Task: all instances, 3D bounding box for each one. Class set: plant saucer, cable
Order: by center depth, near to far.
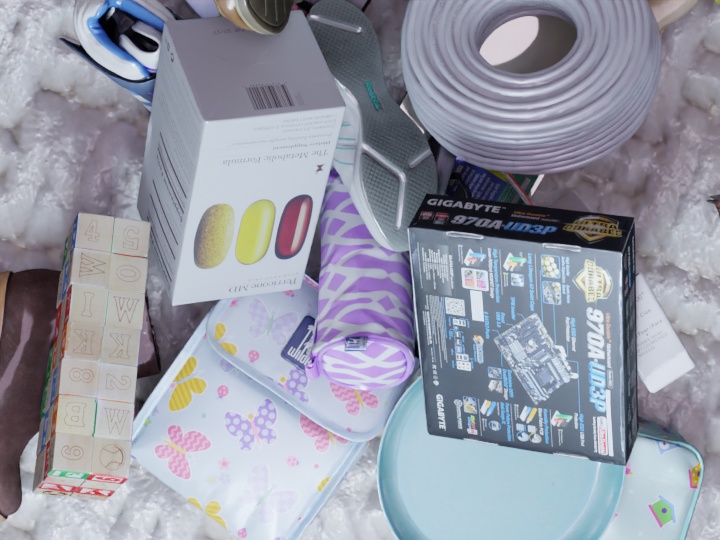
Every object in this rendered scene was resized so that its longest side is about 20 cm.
[{"bbox_3d":[0.130,-0.171,1.629,0.199,0.069,0.201,14,66,15],"label":"cable"},{"bbox_3d":[0.110,0.153,1.688,0.199,0.027,0.201,-1,99,-7],"label":"plant saucer"}]

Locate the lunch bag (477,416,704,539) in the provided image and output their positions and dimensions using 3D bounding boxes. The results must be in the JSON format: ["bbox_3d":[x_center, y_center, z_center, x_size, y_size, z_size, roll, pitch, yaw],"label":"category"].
[{"bbox_3d":[0.169,0.189,1.755,0.199,0.077,0.161,14,97,-4],"label":"lunch bag"}]

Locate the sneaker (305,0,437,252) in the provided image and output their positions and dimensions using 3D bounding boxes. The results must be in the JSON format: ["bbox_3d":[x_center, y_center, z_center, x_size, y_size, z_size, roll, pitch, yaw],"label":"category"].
[{"bbox_3d":[0.000,-0.106,1.653,0.070,0.080,0.201,-17,83,-29],"label":"sneaker"}]

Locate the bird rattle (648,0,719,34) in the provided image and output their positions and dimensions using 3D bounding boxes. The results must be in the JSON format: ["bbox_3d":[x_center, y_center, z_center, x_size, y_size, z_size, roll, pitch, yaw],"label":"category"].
[{"bbox_3d":[0.222,-0.271,1.687,0.200,0.113,0.163,37,96,-5],"label":"bird rattle"}]

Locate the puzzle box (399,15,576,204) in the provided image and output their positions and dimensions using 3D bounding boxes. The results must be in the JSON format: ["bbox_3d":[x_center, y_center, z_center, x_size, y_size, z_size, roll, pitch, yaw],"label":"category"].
[{"bbox_3d":[0.112,-0.145,1.737,0.133,0.025,0.200,31,95,-6],"label":"puzzle box"}]

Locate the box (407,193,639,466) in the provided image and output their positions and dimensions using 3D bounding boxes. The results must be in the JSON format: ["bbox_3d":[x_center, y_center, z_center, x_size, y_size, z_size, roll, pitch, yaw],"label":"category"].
[{"bbox_3d":[0.121,0.045,1.564,0.158,0.046,0.201,7,128,19],"label":"box"}]

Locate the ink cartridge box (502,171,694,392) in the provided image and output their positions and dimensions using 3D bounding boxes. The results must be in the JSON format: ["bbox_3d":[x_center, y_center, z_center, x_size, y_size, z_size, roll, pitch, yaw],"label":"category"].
[{"bbox_3d":[0.173,-0.018,1.649,0.045,0.200,0.176,-33,112,3],"label":"ink cartridge box"}]

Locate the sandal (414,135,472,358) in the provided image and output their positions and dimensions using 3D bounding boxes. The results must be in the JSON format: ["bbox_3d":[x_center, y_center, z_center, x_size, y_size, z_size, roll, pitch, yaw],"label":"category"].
[{"bbox_3d":[0.063,-0.023,1.713,0.043,0.076,0.201,4,121,-5],"label":"sandal"}]

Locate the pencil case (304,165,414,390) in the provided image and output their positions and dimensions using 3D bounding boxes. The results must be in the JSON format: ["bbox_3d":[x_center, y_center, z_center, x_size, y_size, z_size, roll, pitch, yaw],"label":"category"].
[{"bbox_3d":[0.000,0.000,1.674,0.085,0.084,0.201,-6,54,11],"label":"pencil case"}]

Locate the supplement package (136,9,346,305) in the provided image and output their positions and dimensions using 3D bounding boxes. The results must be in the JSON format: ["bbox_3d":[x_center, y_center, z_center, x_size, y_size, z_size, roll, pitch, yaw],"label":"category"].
[{"bbox_3d":[-0.094,-0.083,1.621,0.113,0.110,0.200,-8,140,-20],"label":"supplement package"}]

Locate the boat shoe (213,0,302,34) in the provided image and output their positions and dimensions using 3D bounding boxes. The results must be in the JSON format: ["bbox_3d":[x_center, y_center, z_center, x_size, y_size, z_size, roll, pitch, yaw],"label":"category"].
[{"bbox_3d":[-0.085,-0.213,1.562,0.068,0.200,0.072,2,103,11],"label":"boat shoe"}]

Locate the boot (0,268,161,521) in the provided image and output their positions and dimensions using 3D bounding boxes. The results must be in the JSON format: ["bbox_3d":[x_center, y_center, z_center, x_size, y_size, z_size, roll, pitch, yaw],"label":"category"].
[{"bbox_3d":[-0.243,0.096,1.725,0.166,0.072,0.201,-8,94,0],"label":"boot"}]

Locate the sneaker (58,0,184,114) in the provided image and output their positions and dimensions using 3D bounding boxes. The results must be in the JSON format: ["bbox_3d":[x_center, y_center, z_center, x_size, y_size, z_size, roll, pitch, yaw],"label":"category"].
[{"bbox_3d":[-0.143,-0.148,1.663,0.200,0.146,0.081,42,93,-6],"label":"sneaker"}]

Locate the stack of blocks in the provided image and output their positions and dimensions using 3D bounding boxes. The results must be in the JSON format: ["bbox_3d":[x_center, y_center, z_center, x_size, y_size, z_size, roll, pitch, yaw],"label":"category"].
[{"bbox_3d":[-0.207,0.069,1.649,0.058,0.115,0.201,8,74,-14],"label":"stack of blocks"}]

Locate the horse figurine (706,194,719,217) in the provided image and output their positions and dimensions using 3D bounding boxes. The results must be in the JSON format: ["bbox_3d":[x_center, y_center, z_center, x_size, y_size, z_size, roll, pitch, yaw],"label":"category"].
[{"bbox_3d":[0.401,-0.045,1.745,0.199,0.050,0.133,-27,80,9],"label":"horse figurine"}]

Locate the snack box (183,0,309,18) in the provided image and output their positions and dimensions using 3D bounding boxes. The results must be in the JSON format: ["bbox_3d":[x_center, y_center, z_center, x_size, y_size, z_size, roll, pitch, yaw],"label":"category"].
[{"bbox_3d":[-0.053,-0.267,1.701,0.200,0.053,0.142,-43,95,3],"label":"snack box"}]

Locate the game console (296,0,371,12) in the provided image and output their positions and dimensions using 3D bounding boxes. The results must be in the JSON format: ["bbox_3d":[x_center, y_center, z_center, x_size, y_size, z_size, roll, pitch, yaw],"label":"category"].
[{"bbox_3d":[-0.046,-0.309,1.655,0.200,0.031,0.177,32,93,-4],"label":"game console"}]

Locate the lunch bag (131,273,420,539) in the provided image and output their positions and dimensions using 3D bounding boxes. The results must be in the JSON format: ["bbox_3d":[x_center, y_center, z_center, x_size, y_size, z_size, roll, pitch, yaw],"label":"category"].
[{"bbox_3d":[-0.071,0.104,1.707,0.169,0.127,0.200,37,91,0],"label":"lunch bag"}]
